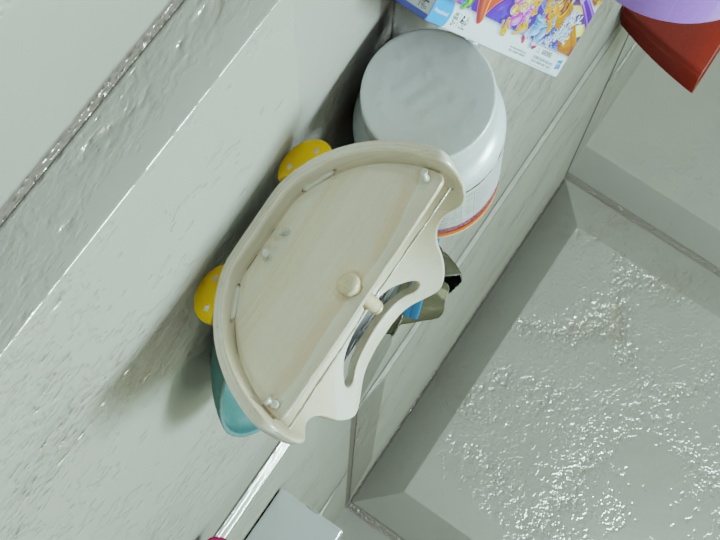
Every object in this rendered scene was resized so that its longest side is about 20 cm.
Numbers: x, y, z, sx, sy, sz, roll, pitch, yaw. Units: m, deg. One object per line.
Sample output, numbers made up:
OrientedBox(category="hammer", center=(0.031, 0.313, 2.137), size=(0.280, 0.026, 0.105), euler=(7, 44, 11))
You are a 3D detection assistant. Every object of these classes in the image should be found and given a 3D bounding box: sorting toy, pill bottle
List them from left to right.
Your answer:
OrientedBox(category="sorting toy", center=(-0.007, 0.023, 0.850), size=(0.201, 0.106, 0.180), euler=(-55, 149, -7))
OrientedBox(category="pill bottle", center=(0.050, -0.096, 0.914), size=(0.110, 0.109, 0.200), euler=(-56, 170, -7))

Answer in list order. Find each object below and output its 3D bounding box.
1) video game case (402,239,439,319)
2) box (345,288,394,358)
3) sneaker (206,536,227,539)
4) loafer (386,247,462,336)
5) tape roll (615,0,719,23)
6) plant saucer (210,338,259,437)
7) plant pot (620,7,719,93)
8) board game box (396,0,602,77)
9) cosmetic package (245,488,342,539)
OrientedBox(category="video game case", center=(0.079, -0.073, 1.201), size=(0.144, 0.018, 0.201), euler=(101, 5, -50))
OrientedBox(category="box", center=(0.000, 0.000, 1.157), size=(0.159, 0.048, 0.200), euler=(-54, 170, -20))
OrientedBox(category="sneaker", center=(-0.190, 0.359, 1.301), size=(0.200, 0.080, 0.075), euler=(-58, 160, -50))
OrientedBox(category="loafer", center=(0.078, 0.027, 1.581), size=(0.200, 0.069, 0.076), euler=(-45, 165, -53))
OrientedBox(category="tape roll", center=(0.285, -0.320, 1.106), size=(0.201, 0.199, 0.066), euler=(-54, 171, -18))
OrientedBox(category="plant saucer", center=(-0.054, 0.031, 0.952), size=(0.200, 0.036, 0.201), euler=(-49, 159, -26))
OrientedBox(category="plant pot", center=(0.555, -0.448, 2.163), size=(0.201, 0.175, 0.200), euler=(-57, 171, 6))
OrientedBox(category="board game box", center=(0.109, -0.214, 0.835), size=(0.199, 0.045, 0.135), euler=(4, 120, -58))
OrientedBox(category="cosmetic package", center=(-0.122, 0.412, 1.711), size=(0.201, 0.107, 0.085), euler=(-52, 170, -21))
